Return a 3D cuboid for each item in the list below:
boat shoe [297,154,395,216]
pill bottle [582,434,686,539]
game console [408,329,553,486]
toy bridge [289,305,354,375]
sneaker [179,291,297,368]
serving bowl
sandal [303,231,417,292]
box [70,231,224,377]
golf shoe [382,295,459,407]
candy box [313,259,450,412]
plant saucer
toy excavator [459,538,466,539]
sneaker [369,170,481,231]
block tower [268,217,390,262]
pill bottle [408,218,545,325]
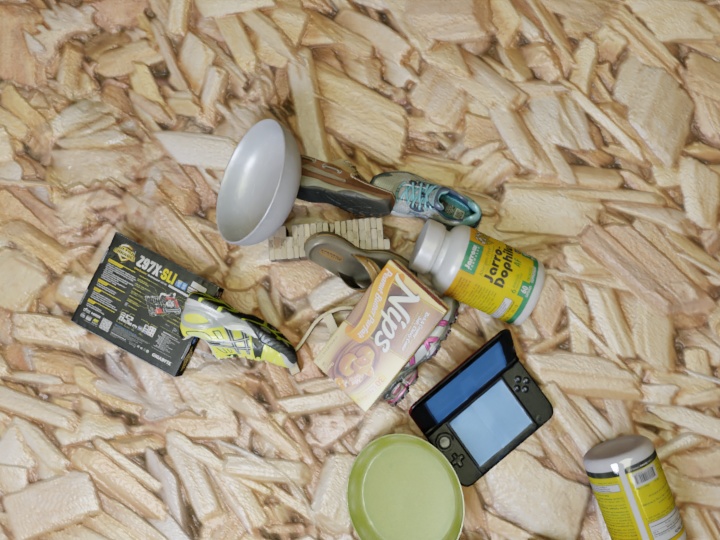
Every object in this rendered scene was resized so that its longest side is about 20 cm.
[{"bbox_3d":[-0.035,-0.145,1.089,0.195,0.076,0.075,16,74,19],"label":"boat shoe"},{"bbox_3d":[0.429,0.370,1.039,0.110,0.112,0.205,-19,85,-2],"label":"pill bottle"},{"bbox_3d":[0.193,0.219,1.049,0.198,0.119,0.174,-37,86,-3],"label":"game console"},{"bbox_3d":[-0.043,0.100,1.105,0.196,0.027,0.069,-26,83,-2],"label":"toy bridge"},{"bbox_3d":[-0.192,0.108,1.062,0.197,0.075,0.078,28,93,-4],"label":"sneaker"},{"bbox_3d":[-0.152,-0.131,1.066,0.065,0.198,0.205,19,84,-37],"label":"serving bowl"},{"bbox_3d":[0.000,0.000,1.067,0.196,0.055,0.081,21,129,-24],"label":"sandal"},{"bbox_3d":[-0.345,0.056,1.098,0.196,0.049,0.163,26,83,2],"label":"box"},{"bbox_3d":[0.081,0.114,1.082,0.091,0.073,0.201,38,86,5],"label":"golf shoe"},{"bbox_3d":[0.032,0.098,1.030,0.115,0.055,0.201,40,100,11],"label":"candy box"},{"bbox_3d":[0.071,0.356,1.052,0.195,0.031,0.206,-1,87,24],"label":"plant saucer"},{"bbox_3d":[0.088,0.518,1.045,0.194,0.100,0.200,8,84,-14],"label":"toy excavator"},{"bbox_3d":[0.109,-0.120,1.096,0.195,0.086,0.080,17,84,1],"label":"sneaker"},{"bbox_3d":[-0.051,-0.050,1.105,0.194,0.054,0.060,-4,85,-1],"label":"block tower"},{"bbox_3d":[0.180,-0.003,1.063,0.196,0.113,0.115,24,85,-4],"label":"pill bottle"}]
